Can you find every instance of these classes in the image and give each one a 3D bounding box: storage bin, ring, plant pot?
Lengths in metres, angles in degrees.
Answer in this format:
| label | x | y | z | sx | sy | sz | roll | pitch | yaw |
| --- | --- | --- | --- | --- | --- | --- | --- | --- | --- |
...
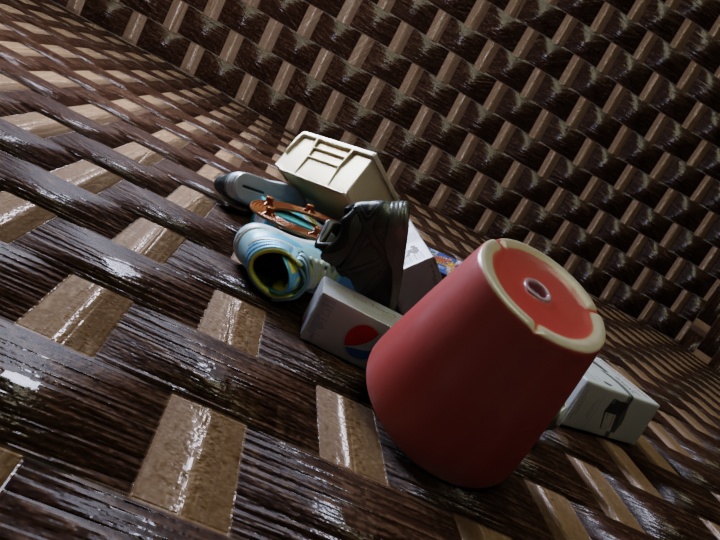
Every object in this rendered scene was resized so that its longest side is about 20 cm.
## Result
| label | x | y | z | sx | sy | sz | roll | pitch | yaw |
| --- | --- | --- | --- | --- | --- | --- | --- | --- | --- |
| storage bin | -0.033 | -0.139 | 1.168 | 0.197 | 0.094 | 0.200 | 26 | -19 | 37 |
| ring | -0.073 | -0.078 | 0.971 | 0.198 | 0.019 | 0.201 | 19 | 14 | -5 |
| plant pot | 0.128 | 0.079 | 0.622 | 0.198 | 0.178 | 0.202 | 22 | 35 | -16 |

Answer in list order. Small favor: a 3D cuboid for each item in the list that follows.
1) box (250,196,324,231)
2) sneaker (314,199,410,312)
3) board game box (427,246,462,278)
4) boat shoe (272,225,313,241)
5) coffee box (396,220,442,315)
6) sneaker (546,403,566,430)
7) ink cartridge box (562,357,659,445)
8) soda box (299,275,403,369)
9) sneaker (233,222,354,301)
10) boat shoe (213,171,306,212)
| label | x | y | z | sx | sy | sz | roll | pitch | yaw |
| --- | --- | --- | --- | --- | --- | --- | --- | --- | --- |
| box | -0.084 | -0.057 | 1.076 | 0.198 | 0.050 | 0.082 | 21 | 16 | -32 |
| sneaker | 0.000 | 0.000 | 0.804 | 0.113 | 0.201 | 0.077 | 6 | 35 | 5 |
| board game box | 0.197 | 0.044 | 1.145 | 0.200 | 0.035 | 0.135 | 45 | -7 | -32 |
| boat shoe | -0.052 | -0.015 | 0.952 | 0.198 | 0.071 | 0.070 | 8 | 16 | -37 |
| coffee box | 0.071 | -0.006 | 1.011 | 0.200 | 0.079 | 0.114 | -113 | 180 | -61 |
| sneaker | 0.183 | 0.150 | 0.838 | 0.077 | 0.079 | 0.199 | 18 | 7 | -41 |
| ink cartridge box | 0.362 | 0.192 | 1.024 | 0.198 | 0.084 | 0.145 | 21 | 15 | -32 |
| soda box | 0.028 | 0.085 | 0.760 | 0.198 | 0.064 | 0.068 | 28 | 13 | -10 |
| sneaker | -0.067 | 0.007 | 0.823 | 0.198 | 0.080 | 0.131 | 14 | 16 | -20 |
| boat shoe | -0.175 | -0.135 | 1.121 | 0.070 | 0.073 | 0.199 | 18 | -4 | 36 |
